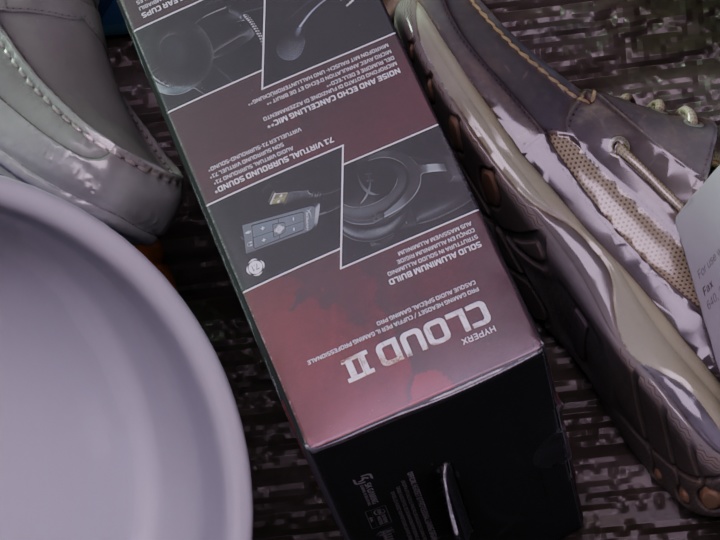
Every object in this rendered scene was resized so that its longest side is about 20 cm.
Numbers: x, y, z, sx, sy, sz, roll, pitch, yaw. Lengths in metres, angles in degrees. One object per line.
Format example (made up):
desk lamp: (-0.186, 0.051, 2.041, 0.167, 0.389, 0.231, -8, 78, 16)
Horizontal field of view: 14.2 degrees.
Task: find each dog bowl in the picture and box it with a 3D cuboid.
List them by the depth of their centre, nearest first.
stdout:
dog bowl: (-0.136, 0.069, 0.830, 0.199, 0.079, 0.201, -1, 92, -21)

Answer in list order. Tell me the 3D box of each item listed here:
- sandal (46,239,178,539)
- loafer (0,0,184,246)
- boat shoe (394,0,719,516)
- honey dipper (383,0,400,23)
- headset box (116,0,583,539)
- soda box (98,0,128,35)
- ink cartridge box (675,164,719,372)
sandal: (-0.100, 0.005, 0.955, 0.079, 0.059, 0.208, -4, 63, -11)
loafer: (-0.112, -0.082, 0.906, 0.070, 0.070, 0.200, -50, 55, 8)
boat shoe: (0.083, -0.016, 0.925, 0.073, 0.075, 0.200, -30, 73, -13)
honey dipper: (-0.053, -0.149, 0.971, 0.200, 0.038, 0.038, 36, 76, -8)
headset box: (0.000, 0.000, 0.885, 0.077, 0.149, 0.201, -22, 65, -1)
soda box: (-0.106, -0.185, 1.033, 0.067, 0.064, 0.201, -5, 66, 10)
ink cartridge box: (0.193, 0.050, 0.831, 0.146, 0.086, 0.201, -3, 64, -22)
